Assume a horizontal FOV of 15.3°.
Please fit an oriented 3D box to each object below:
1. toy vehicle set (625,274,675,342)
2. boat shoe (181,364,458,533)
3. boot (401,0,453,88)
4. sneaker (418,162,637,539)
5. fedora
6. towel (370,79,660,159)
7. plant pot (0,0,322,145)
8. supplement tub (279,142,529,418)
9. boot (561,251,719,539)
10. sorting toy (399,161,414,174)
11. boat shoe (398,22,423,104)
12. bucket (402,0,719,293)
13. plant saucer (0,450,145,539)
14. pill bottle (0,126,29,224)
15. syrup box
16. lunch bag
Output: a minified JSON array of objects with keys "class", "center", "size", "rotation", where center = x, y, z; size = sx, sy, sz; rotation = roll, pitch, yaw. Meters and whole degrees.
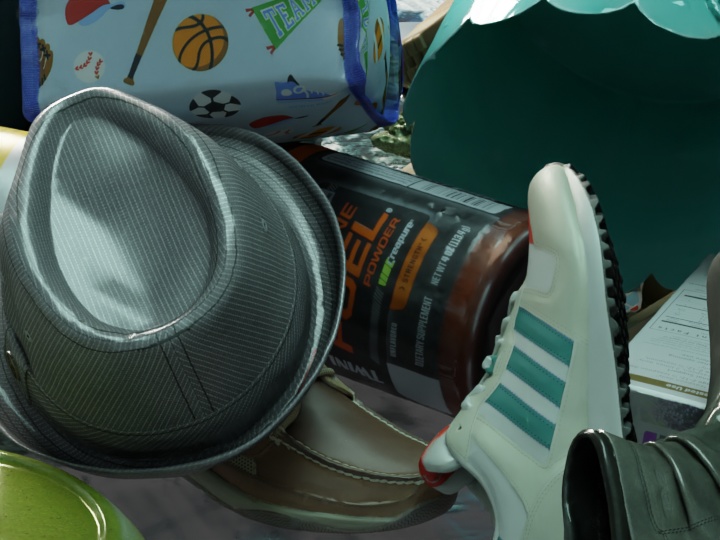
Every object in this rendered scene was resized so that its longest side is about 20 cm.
[{"class":"toy vehicle set","center":[0.146,-0.019,1.447],"size":[0.124,0.027,0.199],"rotation":[31,40,29]},{"class":"boat shoe","center":[-0.046,0.060,1.184],"size":[0.199,0.072,0.076],"rotation":[17,23,27]},{"class":"boot","center":[0.127,-0.161,1.549],"size":[0.166,0.073,0.199],"rotation":[-26,9,-37]},{"class":"sneaker","center":[0.067,0.051,1.112],"size":[0.093,0.201,0.070],"rotation":[-8,-20,9]},{"class":"fedora","center":[-0.098,-0.010,1.149],"size":[0.176,0.091,0.201],"rotation":[-18,53,0]},{"class":"towel","center":[0.119,-0.100,1.553],"size":[0.199,0.037,0.148],"rotation":[-8,12,41]},{"class":"plant pot","center":[-0.103,-0.128,1.524],"size":[0.195,0.198,0.200],"rotation":[8,9,5]},{"class":"supplement tub","center":[0.000,0.000,1.315],"size":[0.199,0.108,0.107],"rotation":[18,23,31]},{"class":"boot","center":[0.137,0.071,1.050],"size":[0.130,0.202,0.068],"rotation":[8,-27,-32]},{"class":"sorting toy","center":[0.109,-0.044,1.568],"size":[0.184,0.037,0.200],"rotation":[11,21,14]},{"class":"boat shoe","center":[0.059,-0.124,1.727],"size":[0.073,0.069,0.199],"rotation":[14,14,31]},{"class":"bucket","center":[0.131,-0.102,1.334],"size":[0.205,0.208,0.135],"rotation":[11,50,12]},{"class":"plant saucer","center":[-0.174,0.112,1.066],"size":[0.198,0.031,0.200],"rotation":[6,20,-2]},{"class":"pill bottle","center":[-0.196,-0.018,1.294],"size":[0.198,0.112,0.111],"rotation":[10,20,13]},{"class":"syrup box","center":[0.166,0.063,1.231],"size":[0.081,0.079,0.200],"rotation":[13,21,18]},{"class":"lunch bag","center":[-0.068,-0.118,1.321],"size":[0.168,0.125,0.200],"rotation":[-2,-8,8]}]
